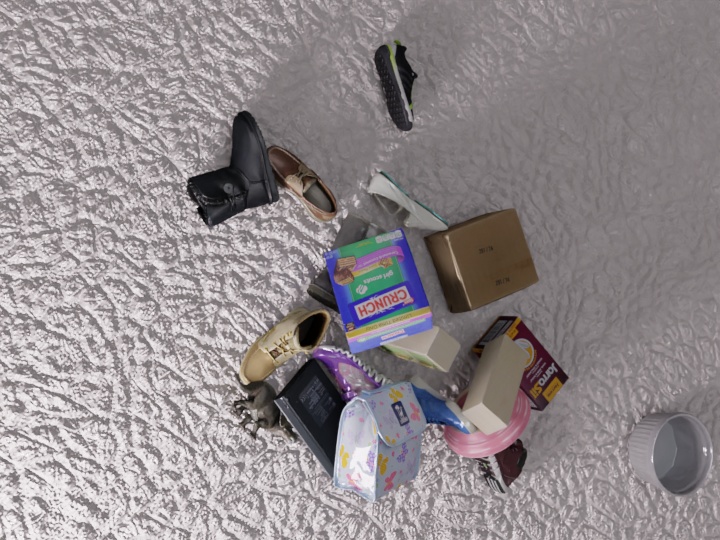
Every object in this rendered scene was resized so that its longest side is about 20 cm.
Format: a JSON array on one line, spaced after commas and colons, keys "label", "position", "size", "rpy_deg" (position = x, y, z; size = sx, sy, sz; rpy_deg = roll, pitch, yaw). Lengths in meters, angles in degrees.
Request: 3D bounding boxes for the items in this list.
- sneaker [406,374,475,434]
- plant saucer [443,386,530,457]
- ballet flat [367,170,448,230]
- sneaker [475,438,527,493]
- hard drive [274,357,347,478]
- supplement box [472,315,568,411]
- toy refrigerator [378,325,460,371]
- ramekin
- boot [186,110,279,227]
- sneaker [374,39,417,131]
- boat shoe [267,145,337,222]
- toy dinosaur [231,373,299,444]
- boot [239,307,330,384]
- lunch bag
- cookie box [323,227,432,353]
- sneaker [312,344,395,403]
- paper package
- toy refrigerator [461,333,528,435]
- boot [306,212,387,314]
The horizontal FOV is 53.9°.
[{"label": "sneaker", "position": [0.143, 0.311, 1.491], "size": [0.111, 0.200, 0.077], "rpy_deg": [-46, 137, -12]}, {"label": "plant saucer", "position": [0.264, 0.308, 1.522], "size": [0.200, 0.200, 0.051], "rpy_deg": [-41, 117, -18]}, {"label": "ballet flat", "position": [0.098, -0.135, 1.543], "size": [0.200, 0.069, 0.070], "rpy_deg": [38, 74, 4]}, {"label": "sneaker", "position": [0.315, 0.397, 1.616], "size": [0.115, 0.075, 0.201], "rpy_deg": [-31, 109, -25]}, {"label": "hard drive", "position": [-0.077, 0.298, 1.444], "size": [0.201, 0.033, 0.140], "rpy_deg": [56, 36, -10]}, {"label": "supplement box", "position": [0.368, 0.213, 1.631], "size": [0.110, 0.086, 0.200], "rpy_deg": [-46, 103, -17]}, {"label": "toy refrigerator", "position": [0.101, 0.146, 1.455], "size": [0.076, 0.199, 0.070], "rpy_deg": [40, 72, -35]}, {"label": "ramekin", "position": [0.765, 0.449, 1.766], "size": [0.199, 0.105, 0.202], "rpy_deg": [1, 88, -22]}, {"label": "boot", "position": [-0.266, -0.202, 1.407], "size": [0.167, 0.076, 0.202], "rpy_deg": [-21, 101, -25]}, {"label": "sneaker", "position": [0.097, -0.412, 1.564], "size": [0.082, 0.072, 0.202], "rpy_deg": [-18, 94, -22]}, {"label": "boat shoe", "position": [-0.117, -0.184, 1.467], "size": [0.200, 0.072, 0.076], "rpy_deg": [43, 74, -14]}, {"label": "toy dinosaur", "position": [-0.199, 0.267, 1.407], "size": [0.102, 0.077, 0.201], "rpy_deg": [-36, 113, -24]}, {"label": "boot", "position": [-0.149, 0.151, 1.393], "size": [0.200, 0.155, 0.073], "rpy_deg": [-43, 102, -17]}, {"label": "lunch bag", "position": [0.044, 0.329, 1.401], "size": [0.169, 0.126, 0.202], "rpy_deg": [-2, 99, -55]}, {"label": "cookie box", "position": [0.034, 0.038, 1.386], "size": [0.170, 0.075, 0.201], "rpy_deg": [-18, 60, 0]}, {"label": "sneaker", "position": [-0.021, 0.228, 1.474], "size": [0.200, 0.080, 0.089], "rpy_deg": [36, 69, -19]}, {"label": "paper package", "position": [0.273, -0.023, 1.597], "size": [0.199, 0.103, 0.192], "rpy_deg": [-22, 96, -22]}, {"label": "toy refrigerator", "position": [0.279, 0.235, 1.471], "size": [0.076, 0.070, 0.200], "rpy_deg": [41, 45, -11]}, {"label": "boot", "position": [0.001, 0.000, 1.497], "size": [0.181, 0.073, 0.201], "rpy_deg": [33, 70, 1]}]
